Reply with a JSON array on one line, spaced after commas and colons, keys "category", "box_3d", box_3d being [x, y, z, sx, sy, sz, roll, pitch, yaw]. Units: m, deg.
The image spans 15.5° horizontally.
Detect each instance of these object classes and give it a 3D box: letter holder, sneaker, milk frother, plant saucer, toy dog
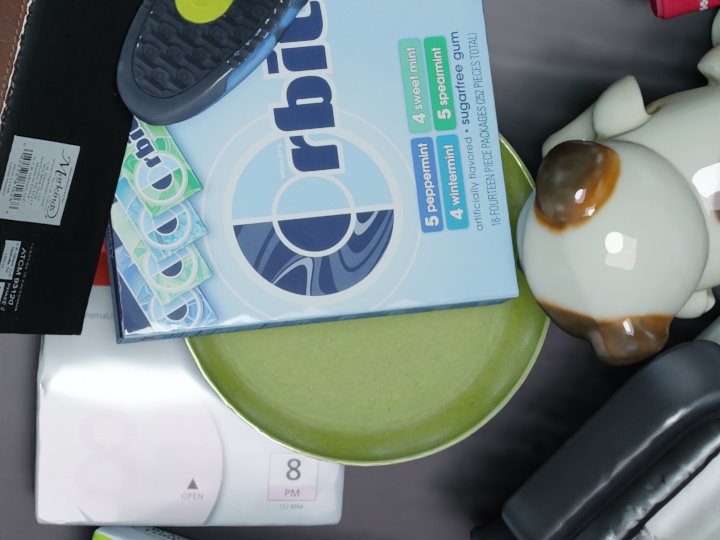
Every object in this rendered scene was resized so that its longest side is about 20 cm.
[{"category": "letter holder", "box_3d": [-0.192, -0.085, 1.266, 0.142, 0.100, 0.201, 18, 97, 30]}, {"category": "sneaker", "box_3d": [-0.041, -0.143, 1.274, 0.066, 0.078, 0.200, 29, 76, 20]}, {"category": "milk frother", "box_3d": [0.182, 0.148, 1.344, 0.188, 0.180, 0.200, -43, 78, 8]}, {"category": "plant saucer", "box_3d": [0.000, 0.000, 1.359, 0.199, 0.031, 0.201, 1, 85, -11]}, {"category": "toy dog", "box_3d": [0.167, -0.029, 1.316, 0.200, 0.194, 0.140, -26, 114, -24]}]

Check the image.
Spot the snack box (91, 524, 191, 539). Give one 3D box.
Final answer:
[{"category": "snack box", "box_3d": [-0.061, 0.227, 1.380, 0.199, 0.053, 0.143, 18, 96, 5]}]

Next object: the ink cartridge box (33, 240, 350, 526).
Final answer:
[{"category": "ink cartridge box", "box_3d": [-0.086, 0.031, 1.368, 0.162, 0.057, 0.201, 1, 105, -10]}]

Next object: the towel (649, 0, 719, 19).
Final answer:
[{"category": "towel", "box_3d": [0.224, -0.223, 1.370, 0.199, 0.022, 0.145, -17, 92, -6]}]

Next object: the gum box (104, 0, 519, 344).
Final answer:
[{"category": "gum box", "box_3d": [-0.031, -0.058, 1.320, 0.199, 0.045, 0.171, -6, 85, -11]}]
